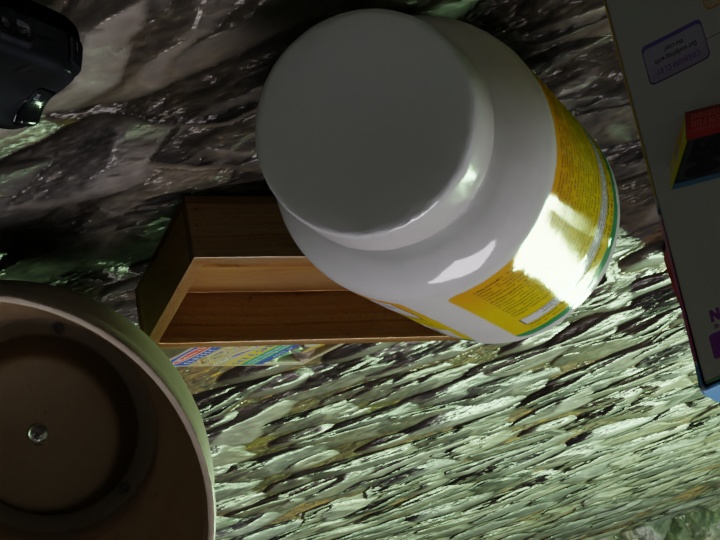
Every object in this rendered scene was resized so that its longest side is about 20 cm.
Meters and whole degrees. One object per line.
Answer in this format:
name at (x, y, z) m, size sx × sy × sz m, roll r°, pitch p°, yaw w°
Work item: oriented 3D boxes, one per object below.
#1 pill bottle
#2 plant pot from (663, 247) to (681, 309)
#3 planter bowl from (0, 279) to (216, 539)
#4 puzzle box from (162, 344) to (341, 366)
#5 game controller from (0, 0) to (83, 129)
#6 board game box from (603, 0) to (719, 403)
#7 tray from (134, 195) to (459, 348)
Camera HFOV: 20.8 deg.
pill bottle at (0.031, -0.037, 0.785) m, size 0.113 × 0.113 × 0.200 m, roll -22°, pitch 165°, yaw 15°
plant pot at (0.315, 0.036, 1.257) m, size 0.200 × 0.183 × 0.200 m, roll -16°, pitch 167°, yaw -4°
planter bowl at (-0.161, 0.091, 0.923) m, size 0.200 × 0.200 × 0.135 m, roll -20°, pitch -167°, yaw 7°
puzzle box at (-0.003, 0.005, 1.067) m, size 0.200 × 0.025 × 0.133 m, roll -28°, pitch 162°, yaw 33°
game controller at (-0.171, -0.071, 0.590) m, size 0.104 × 0.042 × 0.200 m, roll -8°, pitch 169°, yaw 23°
board game box at (0.160, -0.072, 0.633) m, size 0.153 × 0.200 × 0.040 m, roll -26°, pitch 148°, yaw 29°
tray at (0.000, 0.000, 0.955) m, size 0.200 × 0.037 × 0.099 m, roll -2°, pitch 154°, yaw -22°
